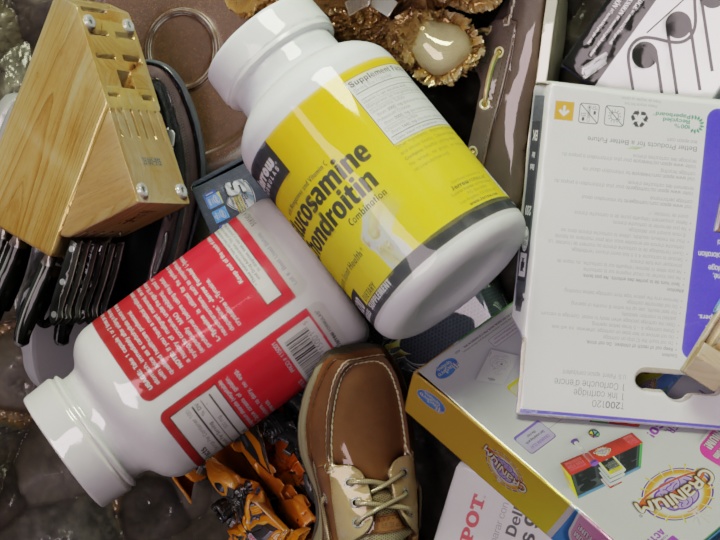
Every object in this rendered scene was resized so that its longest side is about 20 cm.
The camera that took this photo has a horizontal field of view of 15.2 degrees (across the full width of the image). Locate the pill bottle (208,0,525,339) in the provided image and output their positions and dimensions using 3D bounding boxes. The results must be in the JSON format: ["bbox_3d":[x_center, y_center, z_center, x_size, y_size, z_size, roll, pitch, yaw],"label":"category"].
[{"bbox_3d":[-0.001,-0.065,1.616,0.112,0.112,0.200,-44,74,19],"label":"pill bottle"}]

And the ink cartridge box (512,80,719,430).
[{"bbox_3d":[0.194,-0.005,1.624,0.198,0.043,0.200,6,92,-7],"label":"ink cartridge box"}]

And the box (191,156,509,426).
[{"bbox_3d":[0.000,0.000,1.746,0.158,0.051,0.200,-25,88,22],"label":"box"}]

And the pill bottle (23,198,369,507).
[{"bbox_3d":[-0.103,0.055,1.671,0.200,0.112,0.112,-36,76,-3],"label":"pill bottle"}]

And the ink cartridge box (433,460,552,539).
[{"bbox_3d":[0.140,0.214,1.678,0.200,0.087,0.145,22,101,23],"label":"ink cartridge box"}]

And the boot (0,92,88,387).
[{"bbox_3d":[-0.219,-0.022,1.852,0.096,0.074,0.200,19,106,45],"label":"boot"}]

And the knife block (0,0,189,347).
[{"bbox_3d":[-0.208,-0.056,1.752,0.175,0.064,0.200,-23,80,26],"label":"knife block"}]

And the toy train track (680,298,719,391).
[{"bbox_3d":[0.254,-0.018,1.592,0.115,0.033,0.200,32,89,-9],"label":"toy train track"}]

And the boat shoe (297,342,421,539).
[{"bbox_3d":[0.008,0.144,1.664,0.074,0.076,0.200,-134,37,-58],"label":"boat shoe"}]

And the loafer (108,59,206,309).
[{"bbox_3d":[-0.146,-0.037,1.789,0.072,0.063,0.200,12,112,25],"label":"loafer"}]

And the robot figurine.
[{"bbox_3d":[-0.084,0.121,1.769,0.200,0.058,0.145,53,144,20],"label":"robot figurine"}]

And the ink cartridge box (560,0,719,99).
[{"bbox_3d":[0.220,-0.179,1.654,0.094,0.044,0.200,40,106,16],"label":"ink cartridge box"}]

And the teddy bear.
[{"bbox_3d":[0.010,-0.173,1.710,0.200,0.067,0.145,-3,76,34],"label":"teddy bear"}]

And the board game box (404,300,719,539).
[{"bbox_3d":[0.150,0.097,1.630,0.200,0.153,0.040,41,144,23],"label":"board game box"}]

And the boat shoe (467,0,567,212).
[{"bbox_3d":[0.095,-0.121,1.690,0.059,0.072,0.200,6,92,11],"label":"boat shoe"}]

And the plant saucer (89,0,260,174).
[{"bbox_3d":[-0.114,-0.148,1.814,0.200,0.032,0.200,1,93,24],"label":"plant saucer"}]
